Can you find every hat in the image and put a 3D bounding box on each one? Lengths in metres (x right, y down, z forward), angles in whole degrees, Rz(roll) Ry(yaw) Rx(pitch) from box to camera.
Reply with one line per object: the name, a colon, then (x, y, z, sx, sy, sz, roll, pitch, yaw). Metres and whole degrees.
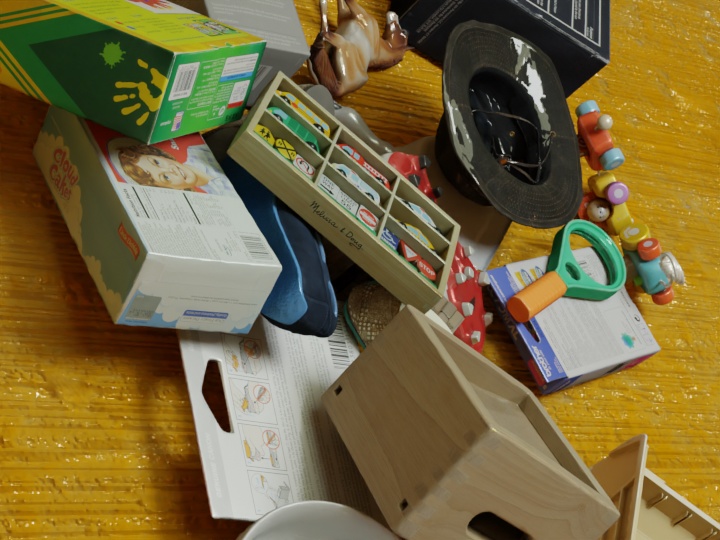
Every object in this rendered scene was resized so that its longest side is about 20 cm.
hat: (0.116, -0.120, 1.462, 0.200, 0.081, 0.202, 21, 57, -36)

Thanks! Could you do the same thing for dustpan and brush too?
dustpan and brush: (0.048, -0.092, 1.479, 0.200, 0.057, 0.140, 49, 37, -11)

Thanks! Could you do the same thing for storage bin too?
storage bin: (0.274, 0.271, 1.364, 0.200, 0.094, 0.199, 35, 43, -15)

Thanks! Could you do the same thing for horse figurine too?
horse figurine: (-0.016, -0.215, 1.490, 0.133, 0.050, 0.200, 66, 27, -25)

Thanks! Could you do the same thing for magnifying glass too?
magnifying glass: (0.187, 0.005, 1.476, 0.080, 0.022, 0.200, 54, 37, 5)

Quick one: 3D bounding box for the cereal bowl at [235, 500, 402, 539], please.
cereal bowl: (-0.029, 0.265, 1.106, 0.199, 0.083, 0.201, 24, 46, -27)

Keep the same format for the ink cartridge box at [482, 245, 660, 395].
ink cartridge box: (0.188, 0.045, 1.491, 0.200, 0.042, 0.120, -9, 67, -52)

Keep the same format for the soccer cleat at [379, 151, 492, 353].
soccer cleat: (0.049, -0.009, 1.400, 0.201, 0.085, 0.069, 64, 32, -20)

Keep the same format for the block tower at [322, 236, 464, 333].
block tower: (0.000, 0.000, 1.355, 0.200, 0.054, 0.058, 47, 41, -3)

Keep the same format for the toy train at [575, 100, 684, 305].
toy train: (0.244, -0.056, 1.575, 0.150, 0.055, 0.201, 69, -2, -73)

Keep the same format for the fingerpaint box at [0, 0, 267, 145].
fingerpaint box: (-0.184, -0.162, 1.203, 0.166, 0.074, 0.200, 23, 15, 9)

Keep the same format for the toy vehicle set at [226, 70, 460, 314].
toy vehicle set: (-0.009, -0.062, 1.275, 0.200, 0.027, 0.124, 40, 28, -12)

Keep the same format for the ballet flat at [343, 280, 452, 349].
ballet flat: (0.061, 0.091, 1.300, 0.200, 0.065, 0.071, 56, 29, -15)

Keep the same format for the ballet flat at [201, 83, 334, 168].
ballet flat: (-0.094, -0.106, 1.366, 0.200, 0.046, 0.068, -40, 121, -44)

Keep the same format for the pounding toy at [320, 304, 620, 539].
pounding toy: (0.084, 0.167, 1.190, 0.200, 0.142, 0.184, 35, 13, -37)

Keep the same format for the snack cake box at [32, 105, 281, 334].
snack cake box: (-0.154, -0.045, 1.196, 0.115, 0.067, 0.200, 6, 37, -37)

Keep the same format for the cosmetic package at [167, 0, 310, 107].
cosmetic package: (-0.128, -0.251, 1.410, 0.106, 0.090, 0.201, 6, 54, -38)

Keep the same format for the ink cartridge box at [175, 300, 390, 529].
ink cartridge box: (-0.067, 0.108, 1.221, 0.176, 0.045, 0.201, 10, 53, -37)

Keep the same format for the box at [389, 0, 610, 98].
box: (0.144, -0.292, 1.652, 0.198, 0.123, 0.201, 28, 47, -22)

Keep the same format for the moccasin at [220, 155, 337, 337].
moccasin: (-0.067, -0.019, 1.255, 0.068, 0.080, 0.201, 37, 27, -40)
